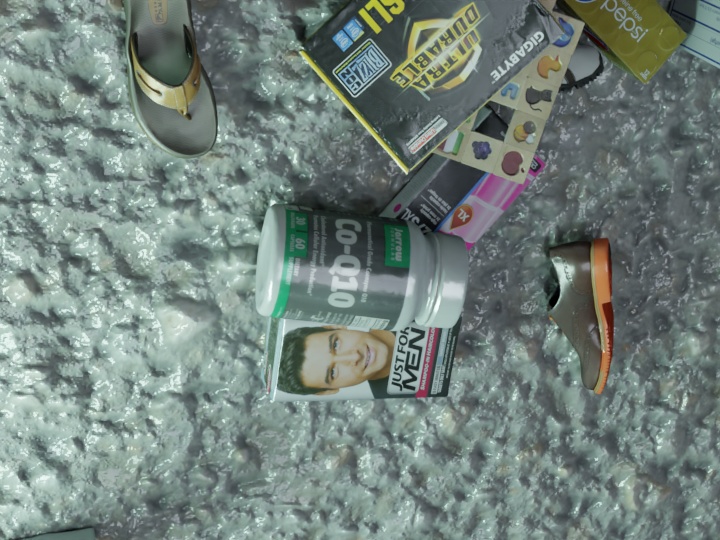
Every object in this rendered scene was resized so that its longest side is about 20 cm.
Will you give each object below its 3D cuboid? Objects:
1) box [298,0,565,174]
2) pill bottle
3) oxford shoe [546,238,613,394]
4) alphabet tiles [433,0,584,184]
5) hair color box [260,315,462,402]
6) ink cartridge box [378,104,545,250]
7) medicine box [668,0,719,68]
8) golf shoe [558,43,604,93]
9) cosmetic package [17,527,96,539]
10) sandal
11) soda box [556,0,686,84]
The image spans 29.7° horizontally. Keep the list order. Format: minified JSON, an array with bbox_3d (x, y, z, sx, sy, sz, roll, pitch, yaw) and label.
[{"bbox_3d":[0.066,-0.218,1.274,0.200,0.049,0.160,-40,98,12],"label":"box"},{"bbox_3d":[0.000,0.000,1.354,0.198,0.113,0.114,6,112,-12],"label":"pill bottle"},{"bbox_3d":[0.247,0.051,1.522,0.072,0.071,0.201,-1,121,12],"label":"oxford shoe"},{"bbox_3d":[0.114,-0.203,1.303,0.166,0.008,0.201,19,105,-2],"label":"alphabet tiles"},{"bbox_3d":[0.000,0.081,1.438,0.198,0.061,0.100,0,114,-19],"label":"hair color box"},{"bbox_3d":[0.094,-0.070,1.419,0.095,0.037,0.200,39,99,-29],"label":"ink cartridge box"},{"bbox_3d":[0.409,-0.294,1.341,0.102,0.182,0.202,3,113,-20],"label":"medicine box"},{"bbox_3d":[0.155,-0.227,1.343,0.198,0.078,0.095,-4,115,-19],"label":"golf shoe"},{"bbox_3d":[-0.304,0.352,1.372,0.101,0.200,0.072,-6,116,-16],"label":"cosmetic package"},{"bbox_3d":[-0.174,-0.194,1.251,0.081,0.055,0.202,-10,116,-15],"label":"sandal"},{"bbox_3d":[0.235,-0.279,1.355,0.200,0.064,0.068,38,97,-30],"label":"soda box"}]
